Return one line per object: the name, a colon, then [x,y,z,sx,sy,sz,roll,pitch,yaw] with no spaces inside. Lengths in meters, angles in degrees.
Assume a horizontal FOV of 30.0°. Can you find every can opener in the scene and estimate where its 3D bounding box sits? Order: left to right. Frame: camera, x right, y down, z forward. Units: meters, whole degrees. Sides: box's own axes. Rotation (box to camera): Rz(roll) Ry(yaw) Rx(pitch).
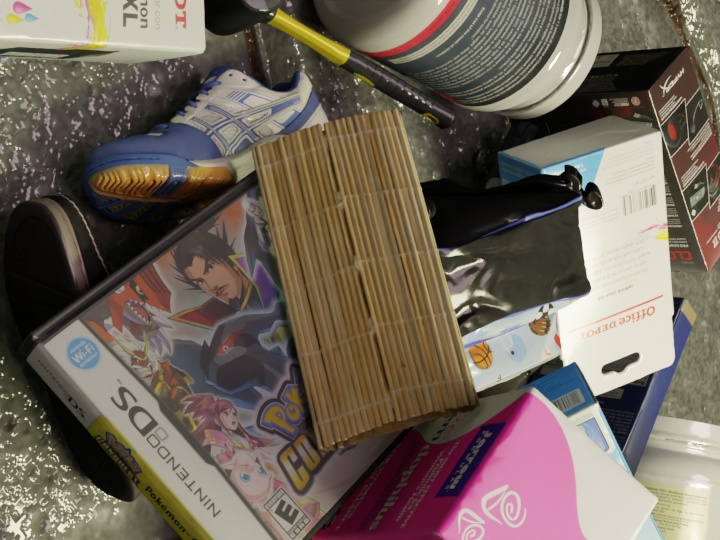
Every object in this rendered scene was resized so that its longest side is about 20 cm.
can opener: [0.108,-0.032,1.097,0.201,0.078,0.063,-60,139,-15]

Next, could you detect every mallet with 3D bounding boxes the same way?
mallet: [-0.013,-0.149,0.903,0.199,0.066,0.041,24,72,-19]

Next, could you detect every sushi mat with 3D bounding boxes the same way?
sushi mat: [0.000,0.000,0.787,0.012,0.095,0.201,74,2,-66]

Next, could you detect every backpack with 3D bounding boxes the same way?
backpack: [0.044,0.005,0.935,0.199,0.190,0.156,-12,107,-41]

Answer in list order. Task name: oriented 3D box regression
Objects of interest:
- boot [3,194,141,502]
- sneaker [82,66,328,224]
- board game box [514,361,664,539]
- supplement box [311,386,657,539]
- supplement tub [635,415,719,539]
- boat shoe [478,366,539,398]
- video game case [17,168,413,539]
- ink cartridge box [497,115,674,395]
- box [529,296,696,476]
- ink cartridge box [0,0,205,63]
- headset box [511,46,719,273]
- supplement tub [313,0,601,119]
boot: [-0.128,0.023,0.832,0.150,0.073,0.201,-35,121,-39]
sneaker: [-0.101,-0.086,0.873,0.199,0.075,0.089,-10,79,-46]
board game box: [0.119,0.197,1.034,0.197,0.199,0.056,60,7,-31]
supplement box: [0.064,0.147,0.788,0.103,0.200,0.101,42,67,-10]
supplement tub: [0.265,0.235,1.218,0.144,0.144,0.202,17,79,-46]
boat shoe: [0.140,0.045,1.136,0.201,0.063,0.074,-48,126,-33]
video game case: [-0.063,0.056,0.767,0.181,0.025,0.200,48,48,1]
ink cartridge box: [0.182,-0.008,1.072,0.114,0.068,0.202,-18,113,-22]
box: [0.200,0.109,1.158,0.032,0.120,0.201,50,58,-37]
ink cartridge box: [-0.186,-0.195,0.751,0.199,0.082,0.147,-6,96,-47]
headset box: [0.231,-0.084,1.162,0.075,0.148,0.201,-45,123,-34]
supplement tub: [0.074,-0.201,0.991,0.199,0.140,0.142,20,78,-46]
